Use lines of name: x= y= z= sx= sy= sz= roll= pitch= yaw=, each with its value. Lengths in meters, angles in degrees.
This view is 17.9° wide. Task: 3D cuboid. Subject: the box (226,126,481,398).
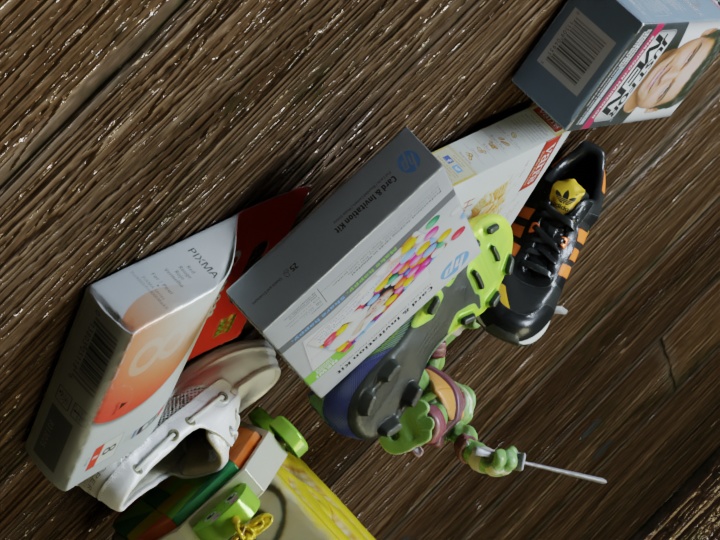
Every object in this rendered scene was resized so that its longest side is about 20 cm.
box: x=0.000 y=0.000 z=1.507 sx=0.156 sy=0.041 sz=0.200 roll=-42 pitch=163 yaw=-3

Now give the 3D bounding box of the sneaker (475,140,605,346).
sneaker: x=0.144 y=-0.028 z=1.805 sx=0.201 sy=0.070 sz=0.090 roll=-58 pitch=171 yaw=-48

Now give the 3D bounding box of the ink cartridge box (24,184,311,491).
ink cartridge box: x=-0.111 y=0.043 z=1.463 sx=0.199 sy=0.050 sz=0.163 roll=-25 pitch=153 yaw=-41

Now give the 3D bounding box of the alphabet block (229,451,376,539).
alphabet block: x=-0.080 y=0.271 z=1.798 sx=0.200 sy=0.195 sz=0.196 roll=-45 pitch=164 yaw=2

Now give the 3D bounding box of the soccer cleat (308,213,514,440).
soccer cleat: x=0.035 y=0.032 z=1.640 sx=0.201 sy=0.083 sz=0.065 roll=-53 pitch=130 yaw=-17

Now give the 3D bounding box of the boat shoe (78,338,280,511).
boat shoe: x=-0.116 y=0.112 z=1.566 sx=0.199 sy=0.069 sz=0.071 roll=-30 pitch=155 yaw=-43

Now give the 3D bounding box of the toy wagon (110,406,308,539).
toy wagon: x=-0.107 y=0.160 z=1.601 sx=0.155 sy=0.040 sz=0.200 roll=-42 pitch=-169 yaw=-11

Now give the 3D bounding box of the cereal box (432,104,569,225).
cereal box: x=0.059 y=-0.039 z=1.680 sx=0.199 sy=0.040 sz=0.144 roll=-26 pitch=155 yaw=-46

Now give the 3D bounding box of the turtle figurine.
turtle figurine: x=0.089 y=0.092 z=1.876 sx=0.194 sy=0.198 sz=0.145 roll=8 pitch=91 yaw=-63

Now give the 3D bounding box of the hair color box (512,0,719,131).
hair color box: x=0.200 y=-0.164 z=1.692 sx=0.099 sy=0.061 sz=0.200 roll=-54 pitch=161 yaw=24
